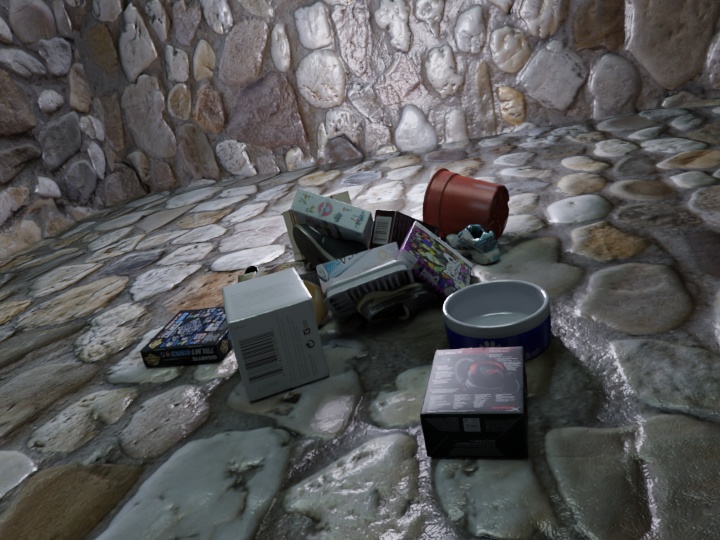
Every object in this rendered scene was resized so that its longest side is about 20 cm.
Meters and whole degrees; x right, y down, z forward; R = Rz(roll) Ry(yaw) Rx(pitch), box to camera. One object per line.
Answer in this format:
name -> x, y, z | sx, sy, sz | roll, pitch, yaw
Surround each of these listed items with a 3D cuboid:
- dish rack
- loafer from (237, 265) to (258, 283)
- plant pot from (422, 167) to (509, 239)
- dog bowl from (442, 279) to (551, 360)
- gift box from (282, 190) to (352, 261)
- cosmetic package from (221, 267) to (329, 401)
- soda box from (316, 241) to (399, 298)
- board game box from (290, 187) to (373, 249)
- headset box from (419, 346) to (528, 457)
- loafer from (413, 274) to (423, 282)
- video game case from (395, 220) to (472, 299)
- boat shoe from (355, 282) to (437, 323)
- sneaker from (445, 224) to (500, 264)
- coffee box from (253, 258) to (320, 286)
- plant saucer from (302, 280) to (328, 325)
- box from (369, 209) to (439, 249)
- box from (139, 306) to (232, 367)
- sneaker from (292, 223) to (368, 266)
dish rack -> 0.019, 0.035, 1.272 | 0.195, 0.045, 0.172 | -20, -21, 4
loafer -> -0.302, 0.045, 1.564 | 0.074, 0.069, 0.201 | -13, 20, -2
plant pot -> 0.303, -0.174, 1.638 | 0.192, 0.206, 0.200 | 13, 31, 34
dog bowl -> 0.256, 0.094, 1.096 | 0.194, 0.081, 0.201 | -11, 20, 4
gift box -> -0.106, -0.107, 1.670 | 0.181, 0.192, 0.199 | -19, 6, -25
cosmetic package -> -0.172, 0.118, 1.153 | 0.161, 0.169, 0.200 | -16, 21, -12
soda box -> 0.000, 0.000, 1.338 | 0.195, 0.070, 0.064 | -17, -13, -4
board game box -> -0.065, -0.122, 1.472 | 0.195, 0.066, 0.148 | 18, -16, 12
headset box -> 0.179, 0.189, 0.891 | 0.144, 0.077, 0.201 | -5, 21, 17
loafer -> 0.167, -0.003, 1.410 | 0.071, 0.074, 0.199 | 0, 22, 31
video game case -> 0.175, -0.020, 1.345 | 0.036, 0.180, 0.201 | -53, 2, 26
boat shoe -> 0.087, 0.078, 1.265 | 0.196, 0.073, 0.067 | -7, 47, -27
sneaker -> 0.292, -0.083, 1.531 | 0.076, 0.089, 0.199 | -20, 22, -24
coffee box -> -0.169, 0.029, 1.509 | 0.194, 0.082, 0.113 | -10, 20, 6
plant saucer -> -0.169, 0.080, 1.359 | 0.194, 0.036, 0.203 | -8, 37, 6
box -> 0.114, -0.082, 1.486 | 0.074, 0.103, 0.198 | 8, -3, 40
box -> -0.376, 0.148, 1.361 | 0.193, 0.051, 0.201 | -8, 21, 14
sneaker -> -0.071, -0.057, 1.438 | 0.106, 0.199, 0.075 | -42, -9, -36
